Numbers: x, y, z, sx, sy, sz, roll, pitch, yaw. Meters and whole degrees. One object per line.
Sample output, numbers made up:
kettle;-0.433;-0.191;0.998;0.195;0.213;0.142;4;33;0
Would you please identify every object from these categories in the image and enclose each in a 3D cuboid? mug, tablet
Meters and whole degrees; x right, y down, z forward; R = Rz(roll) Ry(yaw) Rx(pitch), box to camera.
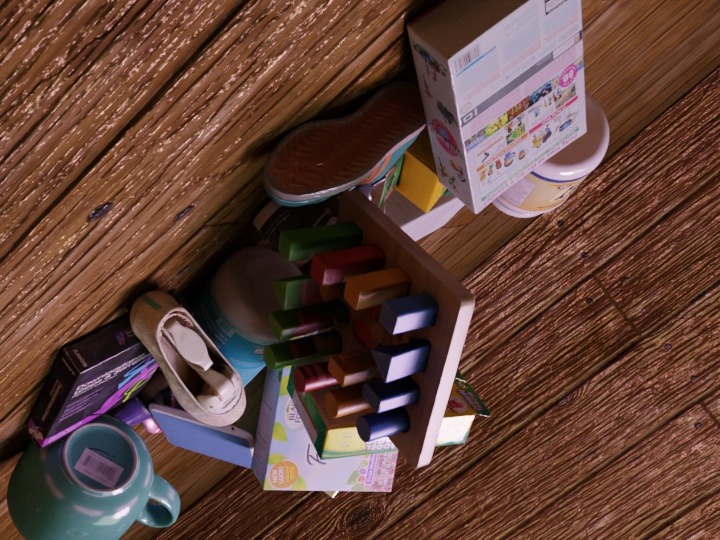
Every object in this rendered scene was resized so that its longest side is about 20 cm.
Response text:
mug;-0.308;0.240;1.106;0.185;0.152;0.114;-8;150;-41
tablet;-0.194;0.213;1.197;0.200;0.130;0.014;99;9;-68

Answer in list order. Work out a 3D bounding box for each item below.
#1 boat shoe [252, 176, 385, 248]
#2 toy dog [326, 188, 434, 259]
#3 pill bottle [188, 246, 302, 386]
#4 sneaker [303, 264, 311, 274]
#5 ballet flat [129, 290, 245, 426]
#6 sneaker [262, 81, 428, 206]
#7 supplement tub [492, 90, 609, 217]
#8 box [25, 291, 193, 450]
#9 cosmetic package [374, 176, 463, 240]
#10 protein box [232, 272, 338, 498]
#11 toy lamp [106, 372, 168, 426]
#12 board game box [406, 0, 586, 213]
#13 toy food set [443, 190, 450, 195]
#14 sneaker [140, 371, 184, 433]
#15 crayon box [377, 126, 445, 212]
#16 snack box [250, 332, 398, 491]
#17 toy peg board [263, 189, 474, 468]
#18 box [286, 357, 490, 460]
boat shoe;-0.023;-0.070;0.992;0.200;0.063;0.073;-32;167;-40
toy dog;0.000;0.000;1.068;0.096;0.200;0.132;-22;148;-30
pill bottle;-0.147;0.070;1.052;0.111;0.111;0.200;-27;165;-50
sneaker;-0.095;0.051;1.298;0.200;0.074;0.081;-41;168;10
ballet flat;-0.164;0.101;0.951;0.067;0.062;0.200;-51;132;-20
sneaker;-0.014;-0.100;0.856;0.200;0.071;0.080;-33;166;-36
supplement tub;0.259;-0.167;1.361;0.144;0.145;0.200;-36;171;-16
box;-0.270;0.109;1.005;0.143;0.036;0.200;-31;167;-40
cosmetic package;0.063;-0.084;1.237;0.200;0.071;0.101;-28;167;-47
protein box;-0.063;0.142;1.224;0.199;0.200;0.135;-50;-156;-4
toy lamp;-0.231;0.125;1.174;0.200;0.058;0.058;-39;171;-4
board game box;0.129;-0.168;0.846;0.147;0.064;0.200;-36;143;-13
toy food set;0.169;-0.160;1.108;0.200;0.049;0.198;-33;-157;34
sneaker;-0.255;0.173;1.303;0.095;0.079;0.200;-49;173;-4
crayon box;0.099;-0.143;1.001;0.200;0.051;0.127;-51;174;-11
snack box;-0.032;0.160;1.129;0.168;0.201;0.068;7;-171;-22
toy peg board;-0.008;0.061;0.893;0.098;0.199;0.200;-11;129;-31
box;0.032;0.140;1.019;0.199;0.117;0.048;-3;125;-24
